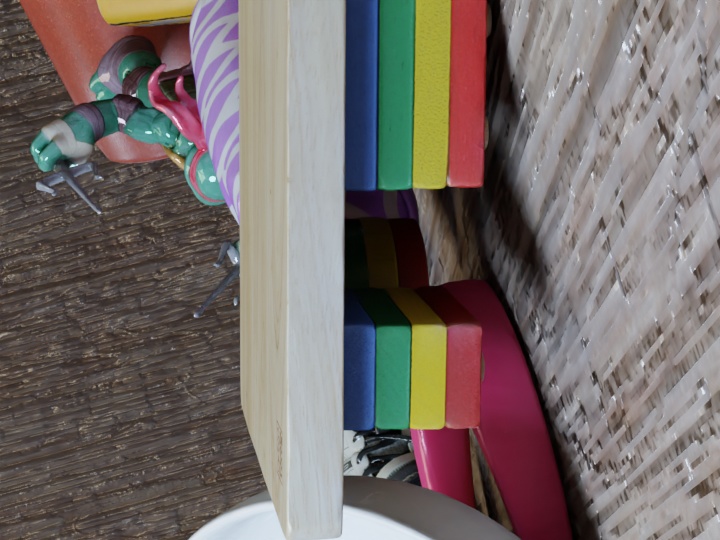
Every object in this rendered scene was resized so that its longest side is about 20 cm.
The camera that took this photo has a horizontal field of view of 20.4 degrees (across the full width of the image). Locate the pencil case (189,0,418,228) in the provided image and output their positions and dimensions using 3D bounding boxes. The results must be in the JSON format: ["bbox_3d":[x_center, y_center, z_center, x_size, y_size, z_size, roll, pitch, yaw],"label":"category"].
[{"bbox_3d":[-0.029,-0.065,0.905,0.200,0.083,0.086,-106,-3,-54],"label":"pencil case"}]

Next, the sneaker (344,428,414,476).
[{"bbox_3d":[0.010,0.106,1.094,0.200,0.075,0.088,-124,20,-74],"label":"sneaker"}]

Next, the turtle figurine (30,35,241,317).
[{"bbox_3d":[-0.087,-0.061,1.038,0.149,0.101,0.200,38,-166,-22],"label":"turtle figurine"}]

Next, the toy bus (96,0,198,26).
[{"bbox_3d":[-0.107,-0.231,1.041,0.078,0.065,0.202,-16,-78,-66],"label":"toy bus"}]

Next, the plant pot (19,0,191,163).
[{"bbox_3d":[-0.126,-0.184,1.209,0.201,0.200,0.196,-117,6,-68],"label":"plant pot"}]

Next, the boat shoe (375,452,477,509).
[{"bbox_3d":[0.054,0.185,0.963,0.068,0.071,0.201,-2,102,64],"label":"boat shoe"}]

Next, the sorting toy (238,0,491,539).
[{"bbox_3d":[-0.002,-0.029,0.712,0.199,0.069,0.202,-130,40,-78],"label":"sorting toy"}]

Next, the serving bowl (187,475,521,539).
[{"bbox_3d":[0.021,0.159,0.753,0.066,0.199,0.201,-38,-58,-50],"label":"serving bowl"}]

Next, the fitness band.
[{"bbox_3d":[0.048,0.079,0.830,0.200,0.037,0.145,119,137,-81],"label":"fitness band"}]
